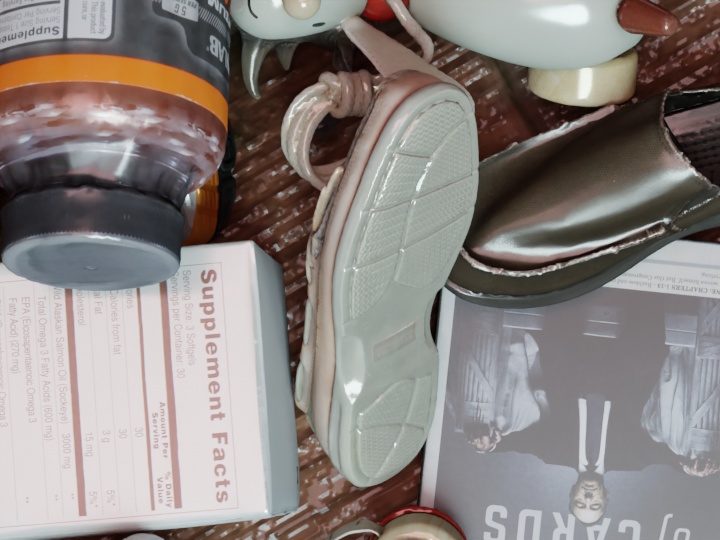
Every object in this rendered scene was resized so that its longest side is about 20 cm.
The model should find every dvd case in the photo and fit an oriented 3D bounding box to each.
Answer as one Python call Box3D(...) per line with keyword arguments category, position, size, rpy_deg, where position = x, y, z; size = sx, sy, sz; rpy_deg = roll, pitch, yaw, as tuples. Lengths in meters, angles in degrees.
Box3D(category="dvd case", position=(0.102, 0.083, 0.991), size=(0.149, 0.025, 0.202), rpy_deg=(6, 86, 5))

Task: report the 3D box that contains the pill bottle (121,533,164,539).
Box3D(category="pill bottle", position=(-0.144, 0.200, 0.900), size=(0.199, 0.116, 0.117), rpy_deg=(-29, 85, 5))

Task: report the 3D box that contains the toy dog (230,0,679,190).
Box3D(category="toy dog", position=(0.053, -0.109, 0.938), size=(0.199, 0.096, 0.133), rpy_deg=(-23, 113, -13))

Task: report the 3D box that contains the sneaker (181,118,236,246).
Box3D(category="sneaker", position=(-0.122, -0.095, 1.001), size=(0.091, 0.076, 0.201), rpy_deg=(-22, 78, 10))

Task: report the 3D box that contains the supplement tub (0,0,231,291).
Box3D(category="supplement tub", position=(-0.104, -0.097, 0.895), size=(0.106, 0.107, 0.201), rpy_deg=(-1, 74, 4))

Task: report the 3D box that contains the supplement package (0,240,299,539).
Box3D(category="supplement package", position=(-0.132, 0.057, 0.963), size=(0.198, 0.117, 0.118), rpy_deg=(-5, 84, 3))

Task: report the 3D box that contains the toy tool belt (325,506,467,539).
Box3D(category="toy tool belt", position=(0.027, 0.209, 0.924), size=(0.124, 0.123, 0.202), rpy_deg=(-2, 98, 6))

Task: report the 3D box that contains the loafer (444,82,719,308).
Box3D(category="loafer", position=(0.119, -0.047, 0.960), size=(0.199, 0.071, 0.073), rpy_deg=(-21, 67, -7))

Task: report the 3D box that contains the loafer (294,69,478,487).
Box3D(category="loafer", position=(0.000, 0.000, 0.938), size=(0.072, 0.201, 0.063), rpy_deg=(-22, 44, -35))

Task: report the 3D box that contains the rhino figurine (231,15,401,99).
Box3D(category="rhino figurine", position=(0.009, -0.160, 0.993), size=(0.087, 0.060, 0.201), rpy_deg=(34, 92, -11))
